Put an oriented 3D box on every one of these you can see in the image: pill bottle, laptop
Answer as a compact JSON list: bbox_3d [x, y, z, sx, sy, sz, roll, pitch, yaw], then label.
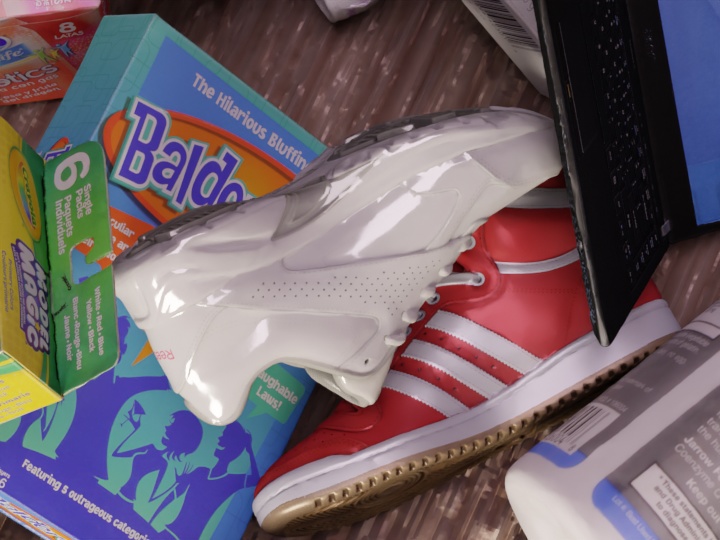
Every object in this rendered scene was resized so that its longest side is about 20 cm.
[{"bbox_3d":[0.168,0.067,1.202,0.200,0.114,0.114,-37,76,-11],"label":"pill bottle"},{"bbox_3d":[0.148,-0.089,1.200,0.103,0.200,0.178,-7,106,19],"label":"laptop"}]

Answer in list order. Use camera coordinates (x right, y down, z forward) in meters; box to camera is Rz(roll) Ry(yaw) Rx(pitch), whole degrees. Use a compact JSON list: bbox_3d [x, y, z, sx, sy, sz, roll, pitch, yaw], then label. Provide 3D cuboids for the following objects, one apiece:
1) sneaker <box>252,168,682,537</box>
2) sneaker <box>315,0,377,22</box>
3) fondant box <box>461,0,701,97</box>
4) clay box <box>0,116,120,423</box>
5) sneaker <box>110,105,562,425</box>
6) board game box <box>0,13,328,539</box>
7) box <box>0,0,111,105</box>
[{"bbox_3d":[0.026,0.027,1.236,0.199,0.071,0.113,-25,78,-16],"label":"sneaker"},{"bbox_3d":[0.019,-0.163,1.309,0.199,0.075,0.100,-5,93,-3],"label":"sneaker"},{"bbox_3d":[0.112,-0.191,1.255,0.200,0.058,0.144,-48,115,-10],"label":"fondant box"},{"bbox_3d":[-0.189,0.018,1.139,0.199,0.048,0.115,-23,53,19],"label":"clay box"},{"bbox_3d":[0.000,0.000,1.183,0.199,0.078,0.100,-24,100,-16],"label":"sneaker"},{"bbox_3d":[-0.085,0.019,1.209,0.152,0.045,0.201,36,71,-32],"label":"board game box"},{"bbox_3d":[-0.165,-0.182,1.286,0.094,0.103,0.201,-7,72,-2],"label":"box"}]
